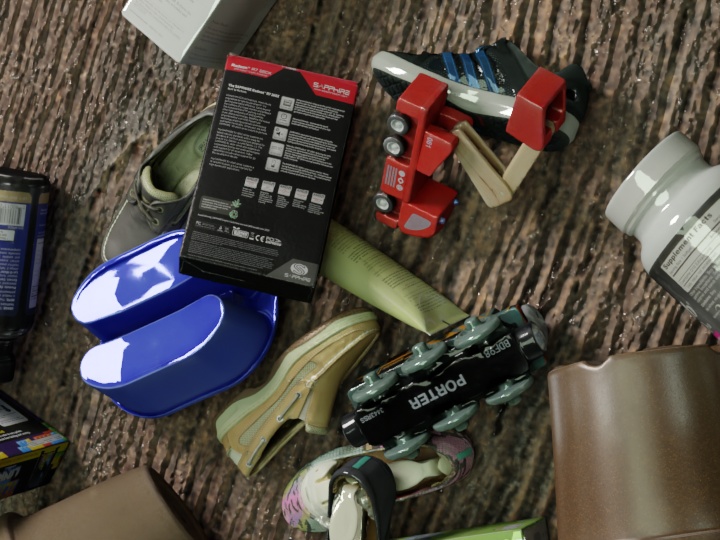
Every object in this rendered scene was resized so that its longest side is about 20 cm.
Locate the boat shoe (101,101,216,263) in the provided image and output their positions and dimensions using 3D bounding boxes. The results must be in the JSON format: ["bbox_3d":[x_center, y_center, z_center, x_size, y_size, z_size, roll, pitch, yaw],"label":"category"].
[{"bbox_3d":[-0.184,-0.078,1.702,0.072,0.066,0.201,45,104,15],"label":"boat shoe"}]

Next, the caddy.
[{"bbox_3d":[-0.171,0.051,1.685,0.198,0.105,0.143,-23,60,20],"label":"caddy"}]

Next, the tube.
[{"bbox_3d":[0.000,0.000,1.637,0.199,0.052,0.058,31,66,20],"label":"tube"}]

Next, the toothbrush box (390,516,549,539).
[{"bbox_3d":[0.074,0.307,1.609,0.198,0.086,0.147,-12,86,19],"label":"toothbrush box"}]

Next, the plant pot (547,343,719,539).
[{"bbox_3d":[0.240,0.170,1.494,0.198,0.200,0.201,-11,81,20],"label":"plant pot"}]

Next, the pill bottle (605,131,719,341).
[{"bbox_3d":[0.304,-0.013,1.497,0.200,0.116,0.117,44,105,14],"label":"pill bottle"}]

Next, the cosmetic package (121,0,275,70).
[{"bbox_3d":[-0.114,-0.285,1.647,0.081,0.113,0.201,38,102,15],"label":"cosmetic package"}]

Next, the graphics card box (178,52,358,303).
[{"bbox_3d":[-0.080,-0.082,1.614,0.124,0.051,0.202,12,69,-3],"label":"graphics card box"}]

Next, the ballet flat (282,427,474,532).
[{"bbox_3d":[0.006,0.188,1.638,0.198,0.071,0.070,-19,86,20],"label":"ballet flat"}]

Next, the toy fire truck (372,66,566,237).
[{"bbox_3d":[0.091,-0.098,1.561,0.140,0.049,0.201,25,135,15],"label":"toy fire truck"}]

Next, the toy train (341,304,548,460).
[{"bbox_3d":[0.075,0.091,1.586,0.199,0.114,0.086,-29,98,18],"label":"toy train"}]

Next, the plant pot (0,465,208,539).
[{"bbox_3d":[-0.234,0.274,1.686,0.174,0.200,0.201,-37,79,-1],"label":"plant pot"}]

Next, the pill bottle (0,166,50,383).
[{"bbox_3d":[-0.363,0.002,1.748,0.111,0.112,0.203,10,95,20],"label":"pill bottle"}]

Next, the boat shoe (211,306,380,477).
[{"bbox_3d":[-0.047,0.115,1.654,0.200,0.071,0.077,-43,64,27],"label":"boat shoe"}]

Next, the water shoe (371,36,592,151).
[{"bbox_3d":[0.107,-0.165,1.602,0.198,0.072,0.080,21,72,19],"label":"water shoe"}]

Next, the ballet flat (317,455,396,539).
[{"bbox_3d":[-0.009,0.259,1.560,0.072,0.073,0.203,5,90,20],"label":"ballet flat"}]

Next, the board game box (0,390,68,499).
[{"bbox_3d":[-0.395,0.152,1.719,0.164,0.200,0.057,32,103,17],"label":"board game box"}]
